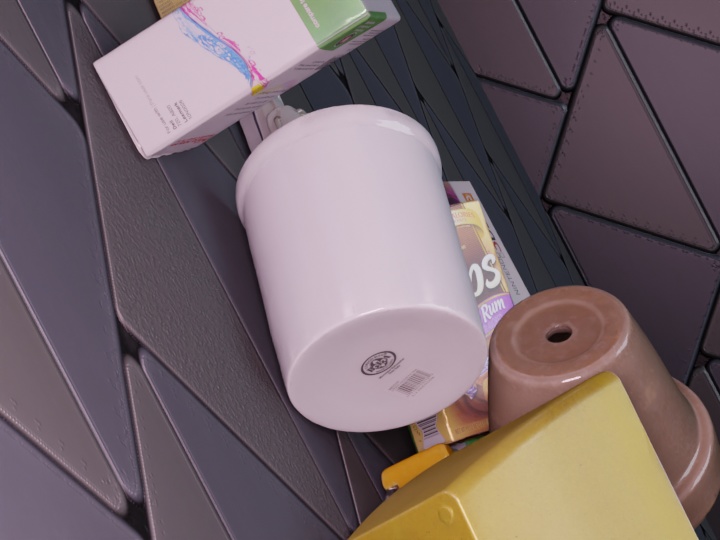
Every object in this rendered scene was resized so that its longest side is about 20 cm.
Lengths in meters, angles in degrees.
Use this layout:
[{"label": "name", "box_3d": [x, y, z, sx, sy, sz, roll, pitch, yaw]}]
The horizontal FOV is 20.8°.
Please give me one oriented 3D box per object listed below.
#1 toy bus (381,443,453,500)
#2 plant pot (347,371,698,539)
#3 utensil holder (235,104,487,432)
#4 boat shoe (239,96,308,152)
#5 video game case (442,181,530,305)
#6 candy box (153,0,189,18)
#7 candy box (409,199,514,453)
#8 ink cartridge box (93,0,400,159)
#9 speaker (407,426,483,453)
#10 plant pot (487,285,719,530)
[{"label": "toy bus", "box_3d": [0.087, 0.245, 1.597, 0.200, 0.065, 0.078, 67, 12, 19]}, {"label": "plant pot", "box_3d": [0.108, 0.217, 1.415, 0.176, 0.200, 0.200, -17, 77, -45]}, {"label": "utensil holder", "box_3d": [0.000, 0.000, 1.528, 0.170, 0.170, 0.200, 49, 21, -48]}, {"label": "boat shoe", "box_3d": [-0.060, -0.110, 1.743, 0.072, 0.066, 0.200, 48, 19, -49]}, {"label": "video game case", "box_3d": [0.055, -0.003, 1.791, 0.200, 0.036, 0.182, -2, 54, -37]}, {"label": "candy box", "box_3d": [-0.145, -0.251, 1.720, 0.200, 0.055, 0.115, 66, 13, 19]}, {"label": "candy box", "box_3d": [0.077, 0.047, 1.695, 0.116, 0.056, 0.200, -13, 80, -38]}, {"label": "ink cartridge box", "box_3d": [-0.083, -0.172, 1.471, 0.084, 0.200, 0.145, 59, 12, 0]}, {"label": "speaker", "box_3d": [0.091, 0.161, 1.752, 0.088, 0.088, 0.200, 46, 20, -53]}, {"label": "plant pot", "box_3d": [0.179, 0.110, 1.562, 0.200, 0.200, 0.175, -101, 174, -53]}]
